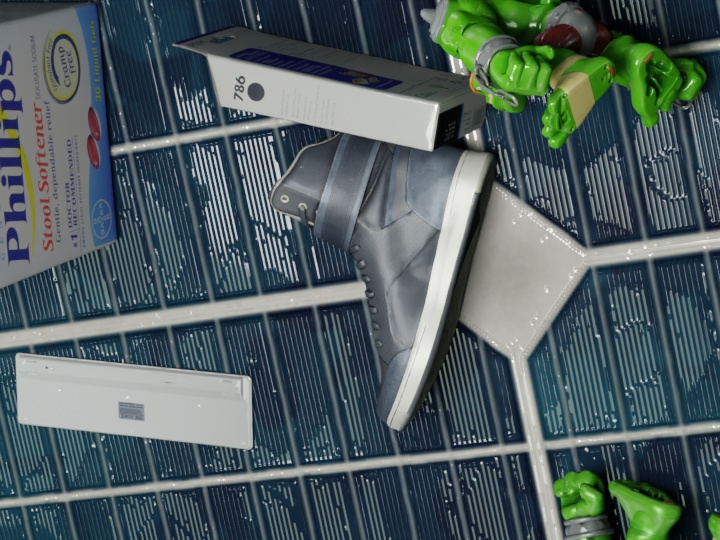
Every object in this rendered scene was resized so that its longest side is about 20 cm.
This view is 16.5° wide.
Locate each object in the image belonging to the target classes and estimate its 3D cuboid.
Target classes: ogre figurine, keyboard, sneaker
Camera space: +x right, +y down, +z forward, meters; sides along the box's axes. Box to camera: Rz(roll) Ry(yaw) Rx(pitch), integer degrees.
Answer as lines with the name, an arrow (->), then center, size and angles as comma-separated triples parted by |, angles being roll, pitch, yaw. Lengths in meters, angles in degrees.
ogre figurine -> 0.214, 0.215, 1.665 | 0.200, 0.098, 0.120 | 15, 96, 8
keyboard -> -0.172, 0.098, 1.862 | 0.200, 0.011, 0.056 | 5, 109, 23
ogre figurine -> 0.125, -0.141, 1.587 | 0.120, 0.200, 0.098 | 34, 134, 36
sneaker -> 0.000, -0.001, 1.716 | 0.146, 0.077, 0.203 | 15, 98, 8

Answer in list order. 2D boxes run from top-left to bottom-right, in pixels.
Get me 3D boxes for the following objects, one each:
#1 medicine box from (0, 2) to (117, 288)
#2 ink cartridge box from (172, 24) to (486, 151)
medicine box -> -0.268, -0.089, 1.751 | 0.103, 0.200, 0.183 | 1, 103, 23
ink cartridge box -> -0.022, -0.126, 1.692 | 0.200, 0.099, 0.039 | 15, 109, 20
